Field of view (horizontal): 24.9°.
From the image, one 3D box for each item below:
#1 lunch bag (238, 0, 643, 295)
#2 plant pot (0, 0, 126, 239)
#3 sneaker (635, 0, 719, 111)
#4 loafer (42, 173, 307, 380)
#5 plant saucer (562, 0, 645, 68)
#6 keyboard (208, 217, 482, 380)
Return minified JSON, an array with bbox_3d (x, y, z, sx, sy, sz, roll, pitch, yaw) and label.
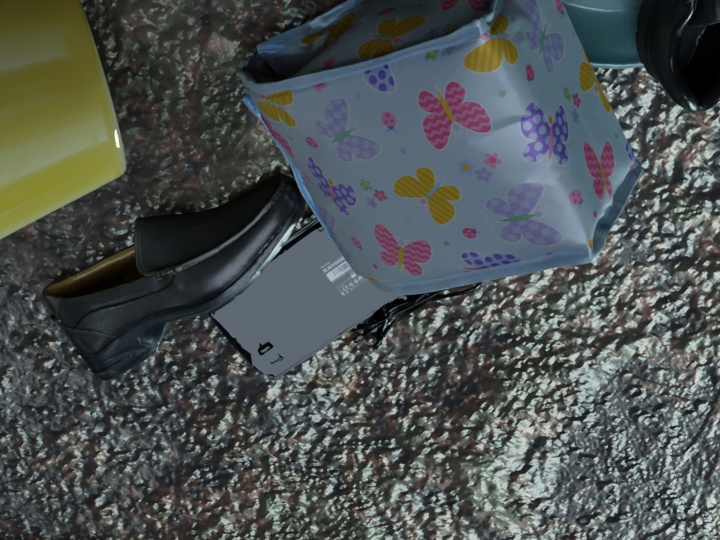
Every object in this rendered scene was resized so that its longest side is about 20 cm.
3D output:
[{"bbox_3d":[0.042,-0.086,0.986,0.200,0.127,0.170,-13,119,34],"label":"lunch bag"},{"bbox_3d":[-0.245,-0.092,0.949,0.189,0.201,0.201,-18,123,-11],"label":"plant pot"},{"bbox_3d":[0.202,-0.183,0.922,0.076,0.091,0.200,-3,121,1],"label":"sneaker"},{"bbox_3d":[-0.123,-0.006,1.070,0.200,0.073,0.072,-36,113,17],"label":"loafer"},{"bbox_3d":[0.159,-0.218,0.971,0.200,0.036,0.200,-1,123,-2],"label":"plant saucer"},{"bbox_3d":[0.000,0.000,1.105,0.200,0.040,0.104,-34,107,10],"label":"keyboard"}]
